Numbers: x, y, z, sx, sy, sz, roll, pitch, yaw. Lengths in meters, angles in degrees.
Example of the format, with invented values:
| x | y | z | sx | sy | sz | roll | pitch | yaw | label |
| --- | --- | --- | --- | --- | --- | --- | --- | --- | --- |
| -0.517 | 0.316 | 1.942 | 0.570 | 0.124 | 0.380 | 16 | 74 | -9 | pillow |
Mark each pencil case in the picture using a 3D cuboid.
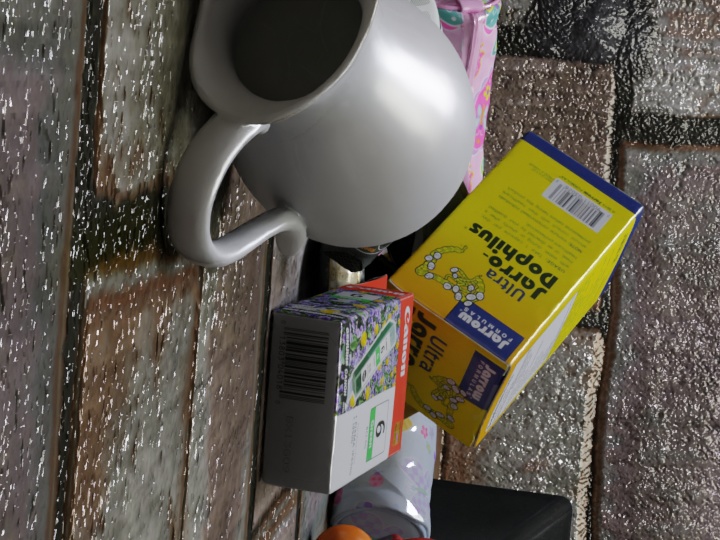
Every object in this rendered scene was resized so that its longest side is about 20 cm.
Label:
| x | y | z | sx | sy | sz | roll | pitch | yaw | label |
| --- | --- | --- | --- | --- | --- | --- | --- | --- | --- |
| 0.064 | -0.121 | 1.672 | 0.087 | 0.087 | 0.201 | -69 | 163 | -71 | pencil case |
| 0.027 | 0.144 | 1.816 | 0.091 | 0.083 | 0.201 | 67 | 25 | -51 | pencil case |

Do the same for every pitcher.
| x | y | z | sx | sy | sz | roll | pitch | yaw | label |
| --- | --- | --- | --- | --- | --- | --- | --- | --- | --- |
| -0.025 | -0.063 | 1.010 | 0.172 | 0.121 | 0.200 | -63 | 160 | -9 | pitcher |

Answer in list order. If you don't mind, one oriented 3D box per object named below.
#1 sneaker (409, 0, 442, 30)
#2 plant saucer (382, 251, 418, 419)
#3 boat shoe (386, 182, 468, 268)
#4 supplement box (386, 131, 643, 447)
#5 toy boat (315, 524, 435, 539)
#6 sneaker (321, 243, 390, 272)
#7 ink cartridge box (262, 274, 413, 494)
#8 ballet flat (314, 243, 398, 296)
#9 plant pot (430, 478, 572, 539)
| x | y | z | sx | sy | sz | roll | pitch | yaw | label |
| --- | --- | --- | --- | --- | --- | --- | --- | --- | --- |
| 0.008 | -0.154 | 1.313 | 0.201 | 0.075 | 0.116 | -66 | 163 | -48 | sneaker |
| 0.058 | 0.026 | 1.743 | 0.048 | 0.200 | 0.200 | 46 | 32 | -26 | plant saucer |
| 0.039 | -0.053 | 1.587 | 0.076 | 0.060 | 0.200 | -51 | 163 | -25 | boat shoe |
| 0.104 | 0.012 | 1.586 | 0.200 | 0.109 | 0.109 | -46 | 164 | -37 | supplement box |
| 0.003 | 0.248 | 1.609 | 0.200 | 0.130 | 0.131 | 89 | -21 | -51 | toy boat |
| -0.007 | -0.076 | 1.394 | 0.086 | 0.080 | 0.200 | -53 | -160 | 28 | sneaker |
| -0.001 | 0.068 | 1.389 | 0.200 | 0.050 | 0.110 | -19 | 115 | -68 | ink cartridge box |
| 0.000 | 0.000 | 1.523 | 0.200 | 0.056 | 0.067 | -1 | 100 | -83 | ballet flat |
| 0.071 | 0.305 | 1.973 | 0.177 | 0.199 | 0.201 | -6 | 102 | -71 | plant pot |
